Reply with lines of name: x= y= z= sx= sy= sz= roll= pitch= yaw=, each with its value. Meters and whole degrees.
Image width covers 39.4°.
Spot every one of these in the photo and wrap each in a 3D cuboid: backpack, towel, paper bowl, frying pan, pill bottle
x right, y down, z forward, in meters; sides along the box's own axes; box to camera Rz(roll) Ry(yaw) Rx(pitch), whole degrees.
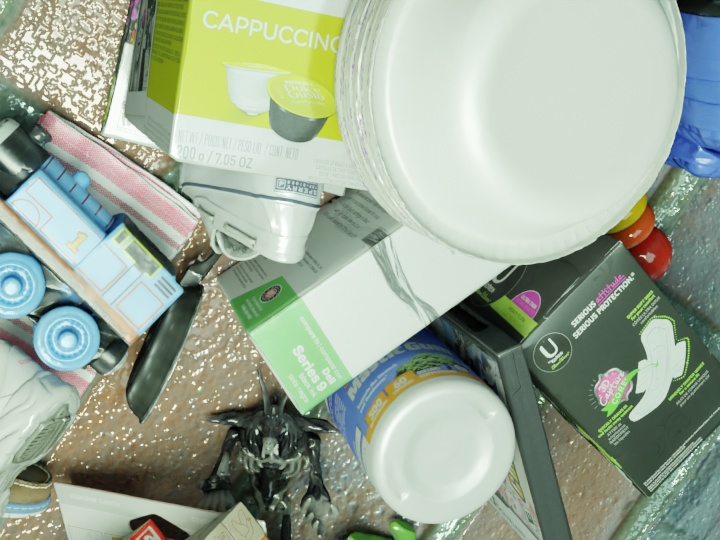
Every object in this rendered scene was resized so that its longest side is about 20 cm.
backpack: x=0.302 y=-0.161 z=0.806 sx=0.161 sy=0.200 sz=0.170 roll=-16 pitch=109 yaw=-13
towel: x=-0.233 y=-0.001 z=0.774 sx=0.146 sy=0.030 sz=0.201 roll=33 pitch=93 yaw=-22
paper bowl: x=0.092 y=-0.102 z=0.557 sx=0.198 sy=0.104 sz=0.203 roll=-6 pitch=107 yaw=-21
frying pan: x=-0.134 y=0.027 z=0.768 sx=0.031 sy=0.115 sz=0.192 roll=24 pitch=96 yaw=-13
pill bottle: x=0.033 y=0.103 z=0.795 sx=0.111 sy=0.200 sz=0.114 roll=-5 pitch=107 yaw=-16

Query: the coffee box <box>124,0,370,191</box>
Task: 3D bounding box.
coffee box: x=-0.032 y=-0.170 z=0.658 sx=0.197 sy=0.200 sz=0.200 roll=7 pitch=102 yaw=-21

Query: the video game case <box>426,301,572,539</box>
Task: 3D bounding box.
video game case: x=0.107 y=0.123 z=0.834 sx=0.025 sy=0.181 sz=0.202 roll=-22 pitch=110 yaw=-11

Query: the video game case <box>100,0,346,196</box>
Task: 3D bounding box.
video game case: x=-0.082 y=-0.168 z=0.771 sx=0.198 sy=0.036 sz=0.183 roll=12 pitch=101 yaw=-21

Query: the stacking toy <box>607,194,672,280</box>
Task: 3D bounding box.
stacking toy: x=0.217 y=-0.069 z=0.876 sx=0.085 sy=0.085 sz=0.200 roll=-41 pitch=118 yaw=-3

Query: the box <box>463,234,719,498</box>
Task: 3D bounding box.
box: x=0.200 y=0.064 z=0.864 sx=0.124 sy=0.149 sz=0.200 roll=-44 pitch=113 yaw=0

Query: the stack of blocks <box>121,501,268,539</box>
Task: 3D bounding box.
stack of blocks: x=-0.145 y=0.250 z=0.743 sx=0.200 sy=0.059 sz=0.116 roll=-38 pitch=90 yaw=31

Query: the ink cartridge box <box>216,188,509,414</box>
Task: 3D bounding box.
ink cartridge box: x=0.000 y=0.000 z=0.784 sx=0.199 sy=0.146 sz=0.085 roll=-34 pitch=112 yaw=-5

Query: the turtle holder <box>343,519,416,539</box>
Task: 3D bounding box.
turtle holder: x=0.020 y=0.310 z=0.898 sx=0.141 sy=0.185 sz=0.132 roll=38 pitch=105 yaw=10

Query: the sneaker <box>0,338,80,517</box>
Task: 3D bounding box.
sneaker: x=-0.289 y=0.131 z=0.709 sx=0.099 sy=0.078 sz=0.200 roll=42 pitch=92 yaw=14

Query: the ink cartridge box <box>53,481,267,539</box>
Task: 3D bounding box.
ink cartridge box: x=-0.141 y=0.250 z=0.802 sx=0.198 sy=0.045 sz=0.179 roll=4 pitch=110 yaw=24

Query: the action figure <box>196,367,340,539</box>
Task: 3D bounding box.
action figure: x=-0.075 y=0.190 z=0.840 sx=0.117 sy=0.102 sz=0.203 roll=3 pitch=106 yaw=-6

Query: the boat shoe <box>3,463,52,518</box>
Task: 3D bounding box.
boat shoe: x=-0.317 y=0.121 z=0.759 sx=0.199 sy=0.072 sz=0.073 roll=30 pitch=94 yaw=-22

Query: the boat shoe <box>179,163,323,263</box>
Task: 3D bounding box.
boat shoe: x=-0.087 y=-0.041 z=0.713 sx=0.073 sy=0.200 sz=0.066 roll=8 pitch=93 yaw=-22

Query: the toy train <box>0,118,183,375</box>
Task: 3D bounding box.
toy train: x=-0.224 y=-0.017 z=0.718 sx=0.114 sy=0.087 sz=0.200 roll=-45 pitch=108 yaw=-9
